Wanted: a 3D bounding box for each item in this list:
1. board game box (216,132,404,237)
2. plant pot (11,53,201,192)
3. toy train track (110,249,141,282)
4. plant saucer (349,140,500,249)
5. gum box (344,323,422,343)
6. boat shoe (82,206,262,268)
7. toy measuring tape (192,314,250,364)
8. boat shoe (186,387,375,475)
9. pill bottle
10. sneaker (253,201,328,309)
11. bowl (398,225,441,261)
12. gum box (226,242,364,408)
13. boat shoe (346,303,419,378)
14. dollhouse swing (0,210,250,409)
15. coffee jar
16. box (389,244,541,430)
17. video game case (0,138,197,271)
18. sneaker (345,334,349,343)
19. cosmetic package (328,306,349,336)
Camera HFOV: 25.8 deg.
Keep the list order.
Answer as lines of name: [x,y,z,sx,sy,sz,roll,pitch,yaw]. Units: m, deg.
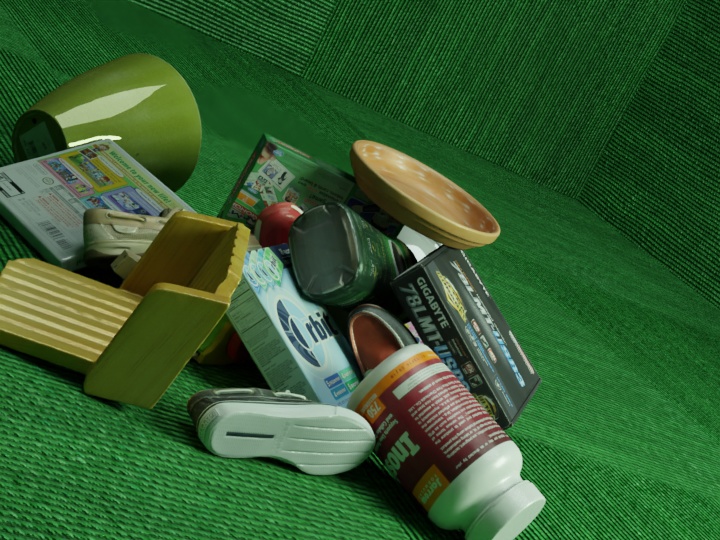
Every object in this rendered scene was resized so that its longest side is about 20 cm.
board game box: [-0.057,-0.058,1.822,0.199,0.135,0.029,25,17,-22]
plant pot: [-0.330,-0.165,1.948,0.186,0.188,0.199,33,28,21]
toy train track: [-0.186,0.023,1.646,0.033,0.115,0.200,52,13,31]
plant saucer: [0.069,-0.083,1.819,0.199,0.038,0.200,29,16,-9]
gum box: [-0.012,0.046,1.996,0.113,0.067,0.200,18,16,-37]
boat shoe: [-0.198,-0.037,1.680,0.198,0.065,0.071,2,-17,-27]
toy measuring tape: [-0.159,0.059,1.624,0.073,0.074,0.199,35,14,27]
boat shoe: [-0.073,0.140,1.483,0.199,0.072,0.071,16,22,-38]
pill bottle: [0.085,0.179,1.546,0.200,0.113,0.113,48,19,21]
sneaker: [-0.058,0.027,1.758,0.116,0.078,0.201,-124,-167,-55]
bowl: [0.077,0.010,2.068,0.202,0.090,0.201,54,-8,12]
gum box: [-0.068,0.072,1.638,0.201,0.044,0.170,59,17,4]
boat shoe: [0.041,0.127,1.661,0.201,0.071,0.063,62,19,3]
dollhouse swing: [-0.227,0.004,1.462,0.175,0.182,0.200,35,19,-12]
coffee jar: [0.000,0.000,1.739,0.200,0.085,0.105,30,44,-61]
box: [0.121,0.072,1.751,0.201,0.049,0.198,60,20,0]
video game case: [-0.307,-0.076,1.761,0.181,0.022,0.200,-20,42,-35]
sneaker: [0.044,0.125,1.794,0.130,0.080,0.200,23,4,-33]
cosmetic package: [-0.110,0.022,1.867,0.199,0.071,0.105,19,16,-36]
